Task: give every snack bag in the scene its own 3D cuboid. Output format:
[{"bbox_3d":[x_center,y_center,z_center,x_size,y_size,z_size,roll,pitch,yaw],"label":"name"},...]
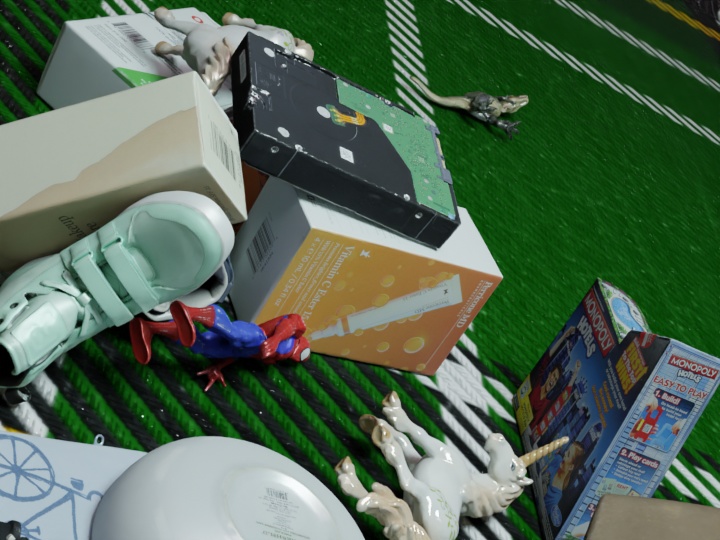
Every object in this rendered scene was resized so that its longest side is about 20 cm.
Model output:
[{"bbox_3d":[-0.155,0.176,0.791,0.199,0.021,0.189,15,34,-36],"label":"snack bag"}]

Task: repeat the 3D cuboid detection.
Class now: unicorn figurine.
[{"bbox_3d":[-0.124,-0.190,1.144,0.199,0.075,0.137,-26,38,-32],"label":"unicorn figurine"},{"bbox_3d":[0.058,0.158,0.983,0.137,0.074,0.200,44,41,-5],"label":"unicorn figurine"}]

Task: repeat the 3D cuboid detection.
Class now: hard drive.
[{"bbox_3d":[-0.014,-0.107,1.070,0.199,0.038,0.141,22,37,-27],"label":"hard drive"}]

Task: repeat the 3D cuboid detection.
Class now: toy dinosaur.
[{"bbox_3d":[0.158,-0.213,1.690,0.199,0.048,0.088,5,25,-41],"label":"toy dinosaur"}]

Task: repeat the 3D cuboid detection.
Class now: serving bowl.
[{"bbox_3d":[-0.064,0.175,0.805,0.199,0.066,0.201,29,27,-16],"label":"serving bowl"}]

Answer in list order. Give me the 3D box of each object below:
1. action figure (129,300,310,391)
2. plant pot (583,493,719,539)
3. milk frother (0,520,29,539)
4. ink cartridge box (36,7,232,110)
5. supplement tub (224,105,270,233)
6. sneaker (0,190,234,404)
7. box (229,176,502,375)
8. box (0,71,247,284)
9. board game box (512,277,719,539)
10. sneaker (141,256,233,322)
[{"bbox_3d":[-0.093,0.056,0.985,0.199,0.065,0.052,6,60,-62],"label":"action figure"},{"bbox_3d":[0.240,0.245,0.945,0.173,0.202,0.200,21,26,13],"label":"plant pot"},{"bbox_3d":[-0.251,0.135,0.570,0.187,0.201,0.181,23,34,-17],"label":"milk frother"},{"bbox_3d":[-0.182,-0.171,1.231,0.146,0.083,0.200,41,30,15],"label":"ink cartridge box"},{"bbox_3d":[-0.070,-0.102,1.200,0.122,0.123,0.200,40,29,13],"label":"supplement tub"},{"bbox_3d":[-0.176,0.023,0.853,0.074,0.199,0.119,56,29,-21],"label":"sneaker"},{"bbox_3d":[0.000,0.000,1.113,0.198,0.125,0.098,13,34,-32],"label":"box"},{"bbox_3d":[-0.190,-0.063,0.915,0.095,0.198,0.078,54,24,-63],"label":"box"},{"bbox_3d":[0.215,0.109,1.086,0.061,0.201,0.201,22,31,-17],"label":"board game box"},{"bbox_3d":[-0.186,-0.034,0.991,0.201,0.077,0.146,26,12,-15],"label":"sneaker"}]
